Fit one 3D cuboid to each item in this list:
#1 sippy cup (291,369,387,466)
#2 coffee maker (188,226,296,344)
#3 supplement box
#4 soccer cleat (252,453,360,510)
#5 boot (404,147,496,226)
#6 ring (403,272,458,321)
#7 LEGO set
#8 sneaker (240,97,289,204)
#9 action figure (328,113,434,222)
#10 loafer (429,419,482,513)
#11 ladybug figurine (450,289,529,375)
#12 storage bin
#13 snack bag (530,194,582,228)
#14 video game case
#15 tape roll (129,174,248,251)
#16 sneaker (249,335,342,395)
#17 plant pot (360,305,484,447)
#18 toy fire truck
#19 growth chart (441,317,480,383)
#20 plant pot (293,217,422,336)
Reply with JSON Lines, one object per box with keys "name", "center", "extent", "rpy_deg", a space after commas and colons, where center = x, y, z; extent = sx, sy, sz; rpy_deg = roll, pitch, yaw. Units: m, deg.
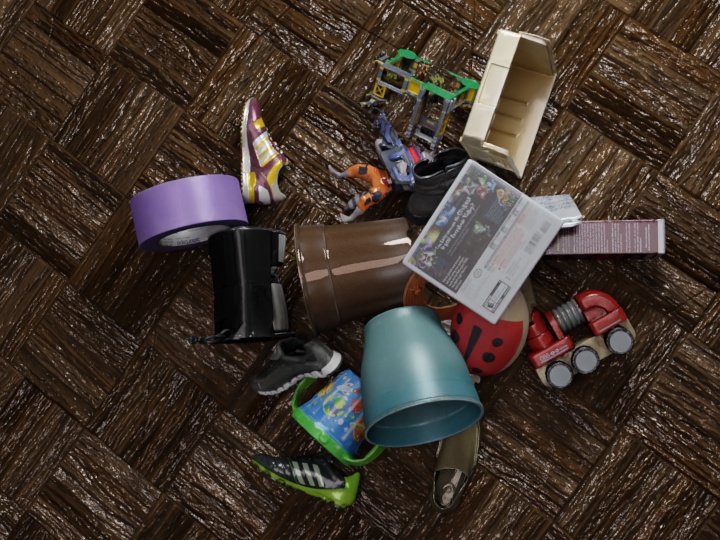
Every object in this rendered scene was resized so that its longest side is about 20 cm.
{"name": "sippy cup", "center": [-0.030, 0.250, 1.723], "extent": [0.178, 0.140, 0.130], "rpy_deg": [42, 82, -4]}
{"name": "coffee maker", "center": [-0.208, 0.026, 1.739], "extent": [0.134, 0.192, 0.201], "rpy_deg": [-10, 81, 26]}
{"name": "supplement box", "center": [0.408, -0.051, 1.668], "extent": [0.199, 0.109, 0.061], "rpy_deg": [-1, 86, 10]}
{"name": "soccer cleat", "center": [-0.096, 0.360, 1.759], "extent": [0.199, 0.068, 0.081], "rpy_deg": [20, 74, 10]}
{"name": "boot", "center": [0.169, -0.158, 1.677], "extent": [0.199, 0.132, 0.070], "rpy_deg": [-28, 61, -27]}
{"name": "ring", "center": [0.165, 0.022, 1.670], "extent": [0.200, 0.200, 0.019], "rpy_deg": [-36, 52, 6]}
{"name": "LEGO set", "center": [0.104, -0.296, 1.741], "extent": [0.199, 0.154, 0.116], "rpy_deg": [24, 124, 9]}
{"name": "sneaker", "center": [-0.178, -0.221, 1.822], "extent": [0.089, 0.075, 0.201], "rpy_deg": [0, 85, -6]}
{"name": "action figure", "center": [0.044, -0.183, 1.772], "extent": [0.192, 0.105, 0.201], "rpy_deg": [-18, 49, 7]}
{"name": "loafer", "center": [0.167, 0.328, 1.700], "extent": [0.076, 0.067, 0.201], "rpy_deg": [10, 91, 3]}
{"name": "ladybug figurine", "center": [0.209, 0.102, 1.657], "extent": [0.135, 0.072, 0.201], "rpy_deg": [29, 126, 25]}
{"name": "storage bin", "center": [0.254, -0.284, 1.673], "extent": [0.093, 0.198, 0.201], "rpy_deg": [19, 89, 16]}
{"name": "snack bag", "center": [0.267, -0.094, 1.661], "extent": [0.199, 0.189, 0.022], "rpy_deg": [-7, 105, 8]}
{"name": "video game case", "center": [0.195, -0.045, 1.571], "extent": [0.181, 0.023, 0.201], "rpy_deg": [33, 101, 2]}
{"name": "tape roll", "center": [-0.307, -0.101, 1.764], "extent": [0.199, 0.200, 0.085], "rpy_deg": [-16, 82, 9]}
{"name": "sneaker", "center": [-0.132, 0.161, 1.742], "extent": [0.199, 0.067, 0.091], "rpy_deg": [-21, 122, 33]}
{"name": "plant pot", "center": [0.087, 0.170, 1.637], "extent": [0.199, 0.200, 0.189], "rpy_deg": [-17, 61, 9]}
{"name": "toy fire truck", "center": [0.345, 0.075, 1.676], "extent": [0.175, 0.129, 0.201], "rpy_deg": [-30, 90, 7]}
{"name": "growth chart", "center": [0.140, 0.179, 1.747], "extent": [0.144, 0.018, 0.201], "rpy_deg": [30, 91, 11]}
{"name": "plant pot", "center": [0.000, 0.000, 1.709], "extent": [0.197, 0.200, 0.202], "rpy_deg": [-10, 83, 2]}
